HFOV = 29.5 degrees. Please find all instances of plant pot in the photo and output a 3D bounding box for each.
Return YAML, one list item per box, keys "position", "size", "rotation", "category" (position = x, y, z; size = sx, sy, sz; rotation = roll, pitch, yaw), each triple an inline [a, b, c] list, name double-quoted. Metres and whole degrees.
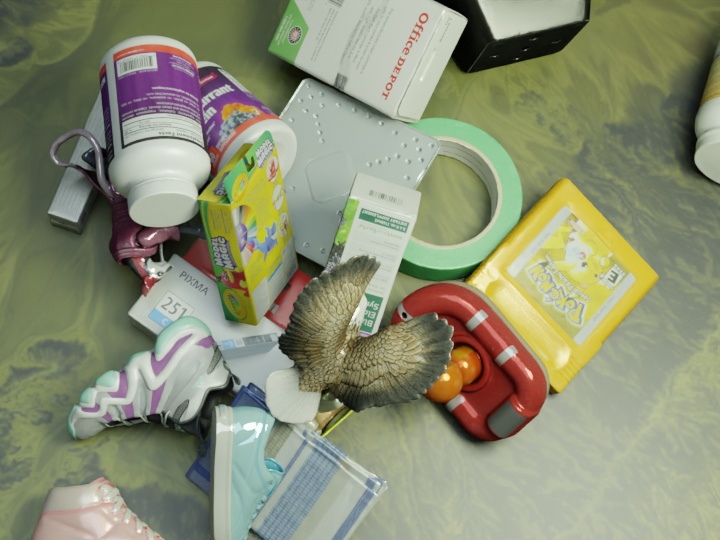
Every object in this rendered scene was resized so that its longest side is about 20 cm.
- position: [0.186, -0.361, 1.719]
  size: [0.199, 0.200, 0.178]
  rotation: [-15, 83, -10]
  category: "plant pot"

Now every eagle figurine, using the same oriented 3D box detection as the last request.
- position: [-0.014, 0.076, 1.453]
  size: [0.151, 0.200, 0.151]
  rotation: [-4, 79, -25]
  category: "eagle figurine"

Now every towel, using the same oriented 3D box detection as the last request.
- position: [-0.084, 0.236, 1.538]
  size: [0.200, 0.024, 0.147]
  rotation: [35, 107, 8]
  category: "towel"

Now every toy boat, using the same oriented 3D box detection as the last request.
- position: [0.110, 0.110, 1.561]
  size: [0.200, 0.131, 0.131]
  rotation: [50, 36, 12]
  category: "toy boat"

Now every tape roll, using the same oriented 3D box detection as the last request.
- position: [0.097, -0.088, 1.687]
  size: [0.200, 0.048, 0.201]
  rotation: [1, 72, -4]
  category: "tape roll"

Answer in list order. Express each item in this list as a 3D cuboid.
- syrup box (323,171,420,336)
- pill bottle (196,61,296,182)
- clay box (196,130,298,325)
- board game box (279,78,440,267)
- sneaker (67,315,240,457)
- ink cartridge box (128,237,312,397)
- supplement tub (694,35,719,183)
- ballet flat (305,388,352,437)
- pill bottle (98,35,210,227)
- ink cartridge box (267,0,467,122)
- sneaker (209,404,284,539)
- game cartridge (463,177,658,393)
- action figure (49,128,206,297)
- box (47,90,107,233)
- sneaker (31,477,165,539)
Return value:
- position: [0.000, 0.000, 1.543]
  size: [0.079, 0.081, 0.200]
  rotation: [18, 115, -2]
  category: "syrup box"
- position: [-0.178, -0.181, 1.642]
  size: [0.111, 0.111, 0.200]
  rotation: [-39, 60, -16]
  category: "pill bottle"
- position: [-0.127, -0.051, 1.543]
  size: [0.048, 0.200, 0.115]
  rotation: [9, 41, 23]
  category: "clay box"
- position: [-0.033, -0.109, 1.654]
  size: [0.200, 0.026, 0.200]
  rotation: [28, 79, 19]
  category: "board game box"
- position: [-0.224, 0.161, 1.532]
  size: [0.200, 0.078, 0.140]
  rotation: [-39, 75, 7]
  category: "sneaker"
- position: [-0.143, 0.045, 1.620]
  size: [0.200, 0.045, 0.176]
  rotation: [35, 73, 6]
  category: "ink cartridge box"
- position: [0.503, -0.214, 1.717]
  size: [0.144, 0.144, 0.200]
  rotation: [20, 71, 2]
  category: "supplement tub"
- position: [-0.050, 0.161, 1.571]
  size: [0.200, 0.067, 0.067]
  rotation: [-38, 102, -17]
  category: "ballet flat"
- position: [-0.228, -0.153, 1.522]
  size: [0.112, 0.112, 0.200]
  rotation: [-6, 65, -8]
  category: "pill bottle"
- position: [0.009, -0.287, 1.671]
  size: [0.200, 0.084, 0.146]
  rotation: [32, 103, 22]
  category: "ink cartridge box"
- position: [-0.124, 0.244, 1.501]
  size: [0.082, 0.074, 0.200]
  rotation: [0, 110, -9]
  category: "sneaker"
- position: [0.240, 0.018, 1.648]
  size: [0.176, 0.032, 0.200]
  rotation: [45, 72, -7]
  category: "game cartridge"
- position: [-0.259, -0.068, 1.573]
  size: [0.149, 0.134, 0.200]
  rotation: [19, 53, -46]
  category: "action figure"
- position: [-0.325, -0.144, 1.669]
  size: [0.041, 0.039, 0.200]
  rotation: [17, 70, 2]
  category: "box"
- position: [-0.261, 0.285, 1.509]
  size: [0.200, 0.075, 0.105]
  rotation: [8, 76, 2]
  category: "sneaker"
